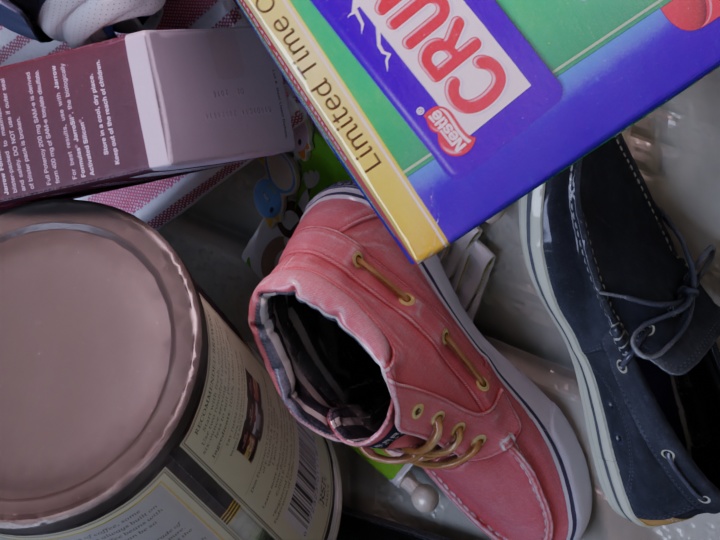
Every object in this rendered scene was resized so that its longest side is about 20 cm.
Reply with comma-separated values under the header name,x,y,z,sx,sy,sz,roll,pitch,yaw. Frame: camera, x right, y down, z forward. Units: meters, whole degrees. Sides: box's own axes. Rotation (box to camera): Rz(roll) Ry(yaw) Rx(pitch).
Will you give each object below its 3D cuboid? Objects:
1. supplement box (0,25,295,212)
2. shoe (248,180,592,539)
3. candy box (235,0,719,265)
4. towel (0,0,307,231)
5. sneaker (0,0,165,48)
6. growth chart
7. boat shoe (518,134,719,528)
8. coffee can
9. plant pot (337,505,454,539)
name,x,y,z,sx,sy,sz,roll,pitch,yaw
supplement box,-0.142,-0.059,1.245,0.199,0.109,0.061,-12,90,28
shoe,0.024,0.063,1.231,0.071,0.091,0.200,-22,110,35
candy box,0.055,-0.125,1.033,0.169,0.200,0.077,56,-179,1
towel,-0.122,-0.117,1.302,0.146,0.030,0.200,-33,85,30
sneaker,-0.162,-0.139,1.257,0.146,0.081,0.200,34,166,-23
growth chart,0.000,0.000,1.298,0.145,0.018,0.200,35,133,25
boat shoe,0.117,0.017,1.156,0.062,0.075,0.200,1,120,38
coffee can,-0.106,0.076,1.253,0.146,0.147,0.200,31,169,27
plant pot,0.007,0.252,1.326,0.199,0.200,0.178,13,136,38
